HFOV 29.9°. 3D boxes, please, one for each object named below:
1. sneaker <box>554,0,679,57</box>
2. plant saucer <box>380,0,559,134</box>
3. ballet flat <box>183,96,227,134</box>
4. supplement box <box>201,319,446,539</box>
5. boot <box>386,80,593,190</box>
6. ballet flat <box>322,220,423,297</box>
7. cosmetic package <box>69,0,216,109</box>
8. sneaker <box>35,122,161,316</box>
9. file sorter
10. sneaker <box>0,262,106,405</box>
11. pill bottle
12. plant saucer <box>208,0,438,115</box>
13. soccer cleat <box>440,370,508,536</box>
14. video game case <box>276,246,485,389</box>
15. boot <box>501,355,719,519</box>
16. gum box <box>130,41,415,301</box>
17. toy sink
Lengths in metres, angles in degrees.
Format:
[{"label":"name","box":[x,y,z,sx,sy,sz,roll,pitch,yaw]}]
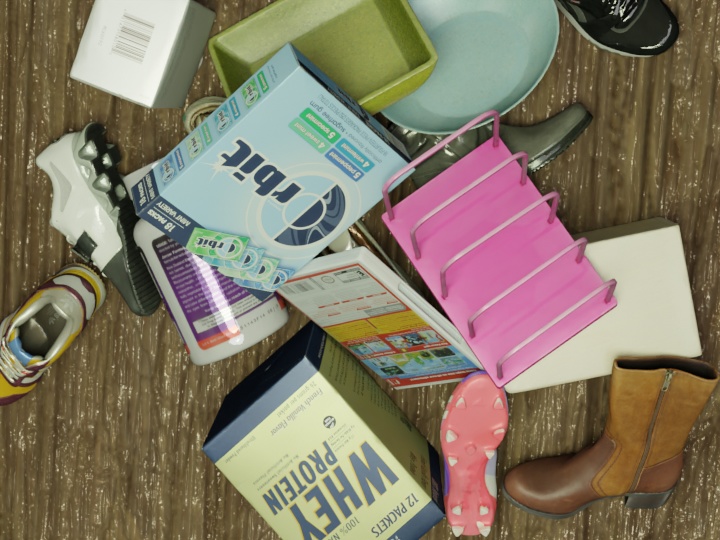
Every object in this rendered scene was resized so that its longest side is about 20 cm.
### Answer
[{"label":"sneaker","box":[0.226,-0.273,1.314,0.199,0.088,0.076,32,97,-3]},{"label":"plant saucer","box":[0.102,-0.210,1.313,0.199,0.039,0.203,-11,59,20]},{"label":"ballet flat","box":[-0.082,-0.133,1.353,0.197,0.062,0.068,6,98,0]},{"label":"supplement box","box":[-0.031,0.179,1.325,0.134,0.200,0.200,-41,96,7]},{"label":"boot","box":[0.123,-0.143,1.347,0.199,0.068,0.131,-33,92,5]},{"label":"ballet flat","box":[0.000,0.000,1.362,0.067,0.062,0.201,-39,95,6]},{"label":"cosmetic package","box":[-0.200,-0.215,1.275,0.084,0.200,0.109,20,95,-3]},{"label":"sneaker","box":[-0.267,-0.043,1.373,0.088,0.074,0.202,-17,98,22]},{"label":"file sorter","box":[0.125,-0.021,1.225,0.138,0.125,0.201,-34,77,-2]},{"label":"sneaker","box":[-0.340,0.076,1.355,0.075,0.090,0.200,40,116,-5]},{"label":"pill bottle","box":[-0.159,-0.018,1.346,0.110,0.111,0.202,-24,97,4]},{"label":"plant saucer","box":[-0.034,-0.198,1.305,0.198,0.201,0.048,-28,137,6]},{"label":"soccer cleat","box":[0.112,0.177,1.351,0.066,0.077,0.202,-1,121,1]},{"label":"video game case","box":[0.020,0.051,1.312,0.200,0.142,0.018,41,56,-29]},{"label":"boot","box":[0.242,0.165,1.329,0.186,0.069,0.201,4,136,0]},{"label":"gum box","box":[-0.078,-0.083,1.218,0.200,0.045,0.169,-41,132,15]},{"label":"toy sink","box":[0.223,0.032,1.344,0.197,0.112,0.132,-13,96,3]}]
